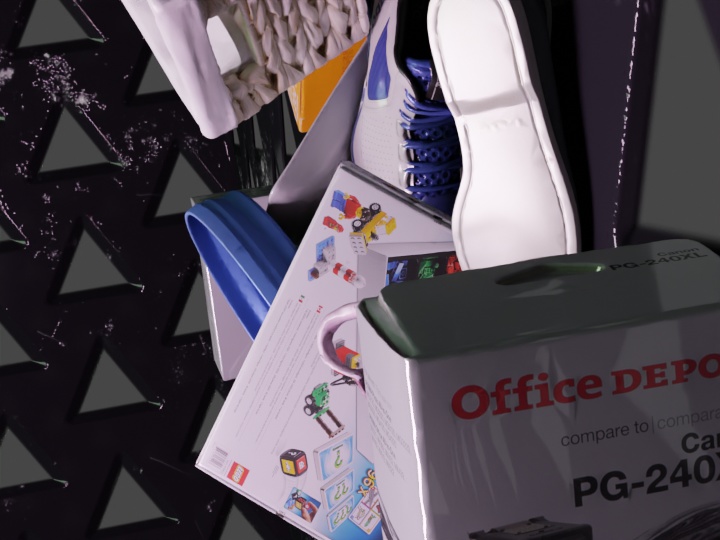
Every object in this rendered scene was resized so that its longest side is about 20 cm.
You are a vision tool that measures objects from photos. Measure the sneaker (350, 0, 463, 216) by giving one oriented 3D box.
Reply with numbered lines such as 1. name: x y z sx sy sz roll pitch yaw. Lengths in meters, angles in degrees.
1. sneaker: 0.039 -0.101 0.812 0.115 0.079 0.203 -117 22 -69

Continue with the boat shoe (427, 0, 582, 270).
1. boat shoe: 0.085 -0.060 0.698 0.062 0.072 0.203 -37 -59 -50

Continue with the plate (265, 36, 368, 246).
1. plate: -0.007 -0.102 0.957 0.201 0.032 0.200 -60 0 -14

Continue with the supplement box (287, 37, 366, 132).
1. supplement box: -0.041 -0.238 1.193 0.127 0.072 0.202 92 166 -47

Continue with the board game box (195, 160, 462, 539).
1. board game box: 0.001 0.055 0.784 0.202 0.125 0.035 -63 -8 11

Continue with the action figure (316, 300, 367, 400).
1. action figure: 0.042 0.127 0.659 0.133 0.148 0.202 -19 47 53

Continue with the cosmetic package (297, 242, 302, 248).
1. cosmetic package: 0.000 0.000 1.004 0.085 0.107 0.200 47 170 2

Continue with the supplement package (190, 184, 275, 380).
1. supplement package: -0.107 0.006 1.586 0.111 0.153 0.203 -141 42 -75

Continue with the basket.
1. basket: -0.093 -0.206 0.792 0.201 0.122 0.136 56 172 26

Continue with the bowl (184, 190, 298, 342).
1. bowl: -0.047 0.034 0.911 0.201 0.039 0.201 53 169 15

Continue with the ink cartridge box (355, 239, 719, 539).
1. ink cartridge box: 0.084 0.103 0.521 0.083 0.143 0.203 -128 30 -73
